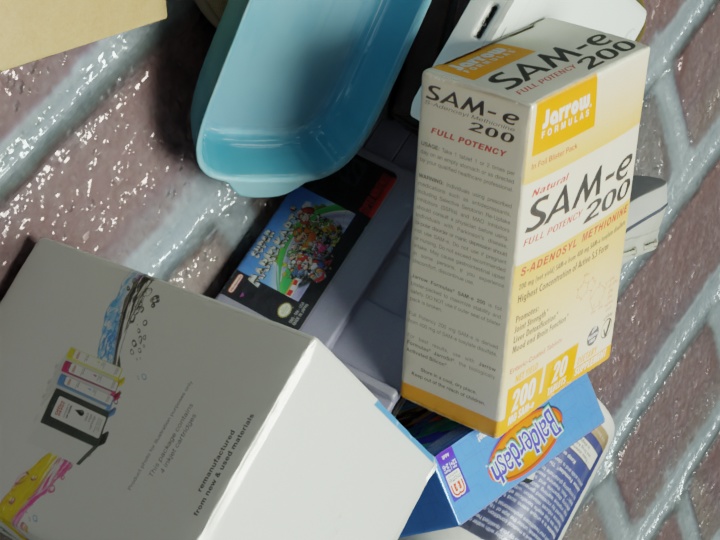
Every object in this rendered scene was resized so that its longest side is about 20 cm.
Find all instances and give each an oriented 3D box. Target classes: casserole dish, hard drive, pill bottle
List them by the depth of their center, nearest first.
[{"bbox_3d":[-0.029,-0.130,1.022,0.120,0.039,0.201,-2,130,-37],"label":"casserole dish"},{"bbox_3d":[0.106,-0.127,1.110,0.133,0.026,0.200,-60,156,6],"label":"hard drive"},{"bbox_3d":[0.088,0.169,1.293,0.201,0.110,0.111,-59,141,-20],"label":"pill bottle"}]

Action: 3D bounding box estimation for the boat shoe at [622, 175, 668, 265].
[{"bbox_3d":[0.167,-0.019,1.367,0.200,0.071,0.066,-27,119,-54],"label":"boat shoe"}]

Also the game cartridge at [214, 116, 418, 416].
[{"bbox_3d":[0.000,0.000,1.106,0.201,0.129,0.038,-57,167,-23],"label":"game cartridge"}]

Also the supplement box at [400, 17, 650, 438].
[{"bbox_3d":[0.091,-0.026,1.035,0.126,0.073,0.202,-29,131,-46],"label":"supplement box"}]

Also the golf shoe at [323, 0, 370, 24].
[{"bbox_3d":[0.031,-0.208,1.112,0.201,0.077,0.095,-58,140,-20],"label":"golf shoe"}]

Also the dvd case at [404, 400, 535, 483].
[{"bbox_3d":[0.093,0.027,1.223,0.017,0.142,0.202,21,86,-38],"label":"dvd case"}]

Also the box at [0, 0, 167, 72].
[{"bbox_3d":[-0.163,-0.203,0.906,0.163,0.021,0.202,-27,122,-45],"label":"box"}]

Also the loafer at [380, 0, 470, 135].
[{"bbox_3d":[0.068,-0.166,1.087,0.072,0.063,0.201,-35,153,-55],"label":"loafer"}]

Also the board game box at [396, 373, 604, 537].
[{"bbox_3d":[0.028,0.119,1.127,0.152,0.199,0.045,-27,96,-44],"label":"board game box"}]

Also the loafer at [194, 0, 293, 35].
[{"bbox_3d":[-0.060,-0.209,0.998,0.076,0.068,0.201,-42,134,-36],"label":"loafer"}]

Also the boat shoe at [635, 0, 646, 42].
[{"bbox_3d":[0.143,-0.240,1.272,0.073,0.063,0.202,-31,123,-12],"label":"boat shoe"}]

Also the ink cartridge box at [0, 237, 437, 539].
[{"bbox_3d":[-0.097,0.099,0.954,0.145,0.199,0.147,-60,141,-14],"label":"ink cartridge box"}]
